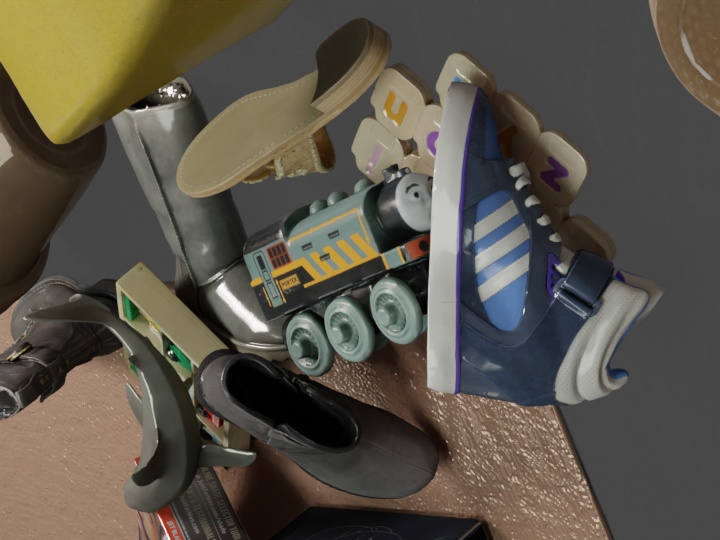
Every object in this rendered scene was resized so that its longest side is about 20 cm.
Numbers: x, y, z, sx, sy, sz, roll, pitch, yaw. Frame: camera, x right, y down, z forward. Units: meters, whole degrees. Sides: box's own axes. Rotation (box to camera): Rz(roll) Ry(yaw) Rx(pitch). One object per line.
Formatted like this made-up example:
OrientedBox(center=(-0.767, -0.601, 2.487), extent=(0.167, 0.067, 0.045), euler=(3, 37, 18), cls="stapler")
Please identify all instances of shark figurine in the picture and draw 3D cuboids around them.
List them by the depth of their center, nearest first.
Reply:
OrientedBox(center=(-0.164, 0.112, 1.553), extent=(0.128, 0.090, 0.215), euler=(2, 125, 29), cls="shark figurine")

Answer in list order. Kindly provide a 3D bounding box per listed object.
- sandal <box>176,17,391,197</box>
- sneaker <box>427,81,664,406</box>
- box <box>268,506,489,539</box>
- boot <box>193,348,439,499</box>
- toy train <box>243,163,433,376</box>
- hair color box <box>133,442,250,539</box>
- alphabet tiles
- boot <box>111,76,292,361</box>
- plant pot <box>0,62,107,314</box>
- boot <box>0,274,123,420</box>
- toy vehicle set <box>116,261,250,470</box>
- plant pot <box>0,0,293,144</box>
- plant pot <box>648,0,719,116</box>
OrientedBox(center=(-0.037, -0.092, 1.420), extent=(0.070, 0.078, 0.212), euler=(30, 137, -28), cls="sandal")
OrientedBox(center=(0.117, -0.015, 1.298), extent=(0.081, 0.146, 0.200), euler=(55, -143, -87), cls="sneaker")
OrientedBox(center=(-0.018, 0.282, 1.572), extent=(0.196, 0.200, 0.124), euler=(0, 117, 47), cls="box")
OrientedBox(center=(-0.021, 0.116, 1.465), extent=(0.200, 0.070, 0.132), euler=(22, 174, -15), cls="boot")
OrientedBox(center=(0.000, 0.000, 1.418), extent=(0.200, 0.085, 0.114), euler=(-24, 90, 52), cls="toy train")
OrientedBox(center=(-0.139, 0.240, 1.728), extent=(0.200, 0.064, 0.111), euler=(96, 151, -53), cls="hair color box")
OrientedBox(center=(0.078, -0.047, 1.372), extent=(0.200, 0.015, 0.196), euler=(41, 140, 16), cls="alphabet tiles")
OrientedBox(center=(-0.103, -0.041, 1.535), extent=(0.182, 0.073, 0.200), euler=(13, 121, 40), cls="boot")
OrientedBox(center=(-0.292, -0.082, 1.626), extent=(0.175, 0.200, 0.200), euler=(-34, 91, 34), cls="plant pot")
OrientedBox(center=(-0.281, 0.071, 1.713), extent=(0.200, 0.174, 0.069), euler=(-10, 110, 50), cls="boot")
OrientedBox(center=(-0.137, 0.078, 1.630), extent=(0.124, 0.027, 0.200), euler=(44, 162, 13), cls="toy vehicle set")
OrientedBox(center=(-0.134, -0.222, 1.284), extent=(0.194, 0.195, 0.200), euler=(59, 156, -6), cls="plant pot")
OrientedBox(center=(0.219, -0.141, 1.087), extent=(0.201, 0.093, 0.201), euler=(27, 134, 32), cls="plant pot")
